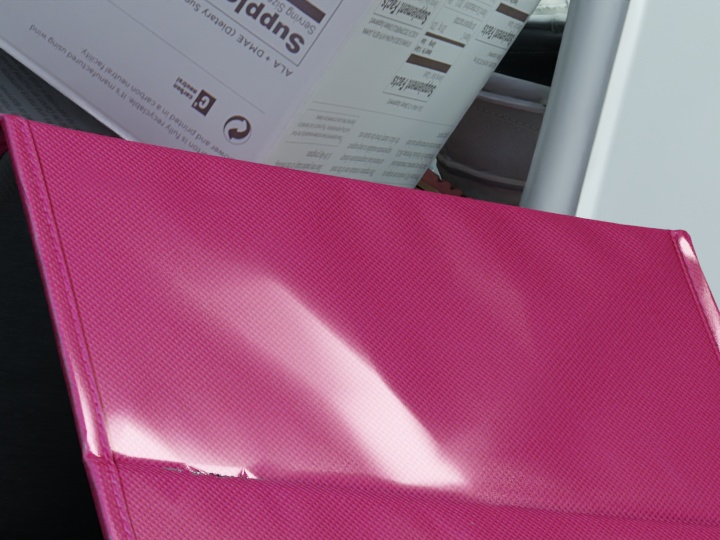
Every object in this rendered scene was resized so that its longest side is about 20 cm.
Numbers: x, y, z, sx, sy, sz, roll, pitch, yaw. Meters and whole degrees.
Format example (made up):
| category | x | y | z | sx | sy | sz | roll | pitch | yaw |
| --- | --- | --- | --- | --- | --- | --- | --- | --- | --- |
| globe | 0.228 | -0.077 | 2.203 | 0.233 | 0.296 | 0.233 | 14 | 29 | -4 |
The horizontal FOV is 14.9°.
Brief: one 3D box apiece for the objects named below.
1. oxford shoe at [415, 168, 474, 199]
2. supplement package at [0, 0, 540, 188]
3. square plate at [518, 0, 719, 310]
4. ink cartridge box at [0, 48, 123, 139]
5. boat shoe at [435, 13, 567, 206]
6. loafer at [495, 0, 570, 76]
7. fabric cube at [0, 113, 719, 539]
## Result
| category | x | y | z | sx | sy | sz | roll | pitch | yaw |
| --- | --- | --- | --- | --- | --- | --- | --- | --- | --- |
| oxford shoe | 0.000 | 0.000 | 0.901 | 0.200 | 0.070 | 0.075 | 44 | 67 | 3 |
| supplement package | -0.042 | -0.103 | 0.772 | 0.156 | 0.111 | 0.200 | 36 | 8 | 10 |
| square plate | 0.143 | -0.031 | 0.790 | 0.197 | 0.028 | 0.201 | 9 | 64 | 16 |
| ink cartridge box | -0.176 | -0.025 | 0.716 | 0.199 | 0.086 | 0.148 | -2 | 30 | -31 |
| boat shoe | 0.108 | -0.053 | 0.866 | 0.200 | 0.069 | 0.072 | 9 | 40 | 38 |
| loafer | 0.045 | -0.153 | 0.983 | 0.070 | 0.070 | 0.201 | -3 | 61 | -7 |
| fabric cube | -0.020 | 0.109 | 0.661 | 0.199 | 0.196 | 0.200 | 9 | 46 | -33 |
